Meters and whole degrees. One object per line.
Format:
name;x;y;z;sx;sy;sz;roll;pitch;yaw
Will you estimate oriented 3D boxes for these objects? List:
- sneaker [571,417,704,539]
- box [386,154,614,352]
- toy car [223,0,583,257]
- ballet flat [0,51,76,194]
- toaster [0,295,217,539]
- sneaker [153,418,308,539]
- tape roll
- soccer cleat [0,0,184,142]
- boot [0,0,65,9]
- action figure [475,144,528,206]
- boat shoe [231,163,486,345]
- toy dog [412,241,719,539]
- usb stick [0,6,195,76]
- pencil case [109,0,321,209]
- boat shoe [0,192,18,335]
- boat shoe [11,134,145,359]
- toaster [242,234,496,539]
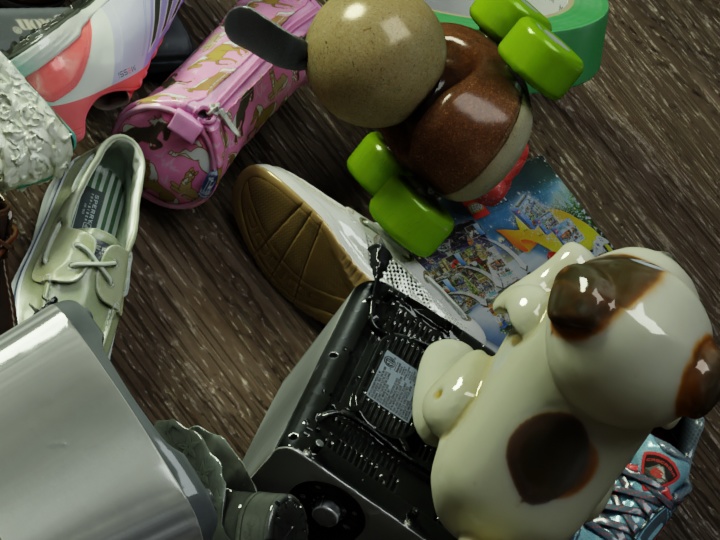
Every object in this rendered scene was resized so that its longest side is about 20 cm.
sneaker;0.170;0.146;1.608;0.079;0.096;0.200;37;42;-4
box;0.101;0.005;1.718;0.199;0.038;0.137;-23;70;-45
toy car;0.013;-0.140;1.591;0.199;0.165;0.158;35;12;-23
ballet flat;-0.253;-0.128;1.482;0.200;0.072;0.072;49;42;7
toaster;-0.175;0.111;1.343;0.129;0.114;0.201;-28;68;-19
sneaker;-0.088;0.190;1.403;0.060;0.104;0.202;19;77;-57
tape roll;0.080;-0.184;1.779;0.199;0.049;0.201;6;23;-3
soccer cleat;-0.161;-0.146;1.589;0.074;0.068;0.200;60;35;-11
boot;-0.157;-0.264;1.629;0.187;0.200;0.069;-17;67;-44
action figure;0.087;-0.098;1.736;0.051;0.066;0.200;26;23;-16
boat shoe;0.000;0.000;1.619;0.200;0.071;0.069;45;42;7
toy dog;0.118;0.064;1.382;0.139;0.200;0.194;40;42;0
usb stick;-0.199;-0.152;1.630;0.199;0.033;0.056;-6;61;-40
pencil case;-0.089;-0.120;1.639;0.086;0.083;0.200;10;34;22
boat shoe;-0.235;-0.027;1.412;0.070;0.070;0.201;-47;119;-67
boat shoe;-0.174;-0.003;1.500;0.072;0.062;0.201;22;46;-21
toaster;0.027;0.119;1.507;0.180;0.119;0.201;35;42;-8
